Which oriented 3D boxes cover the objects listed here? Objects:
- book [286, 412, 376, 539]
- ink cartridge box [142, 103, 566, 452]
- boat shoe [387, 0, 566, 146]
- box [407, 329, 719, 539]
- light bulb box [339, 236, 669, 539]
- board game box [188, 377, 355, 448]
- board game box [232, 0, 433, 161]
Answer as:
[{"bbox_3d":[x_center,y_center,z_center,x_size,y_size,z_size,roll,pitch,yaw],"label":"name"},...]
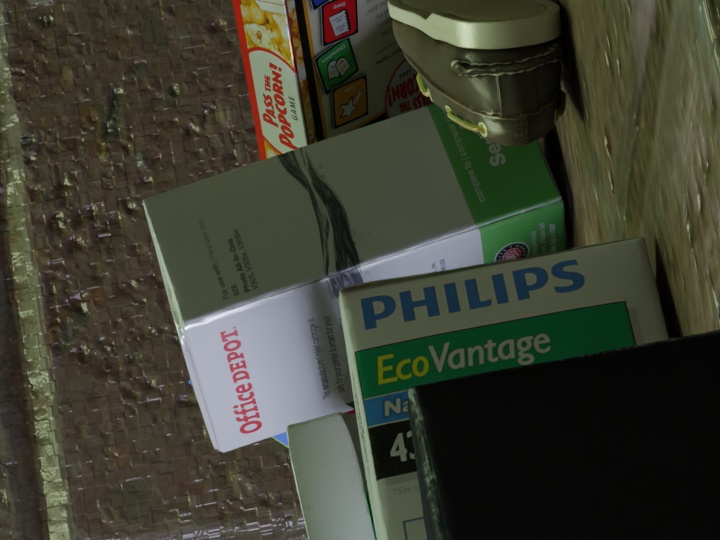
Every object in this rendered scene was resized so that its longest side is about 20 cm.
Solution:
[{"bbox_3d":[-0.001,0.134,1.279,0.200,0.048,0.134,34,-137,-86],"label":"book"},{"bbox_3d":[0.000,0.000,1.399,0.146,0.199,0.084,81,170,-60],"label":"ink cartridge box"},{"bbox_3d":[0.056,-0.101,1.304,0.200,0.071,0.060,-131,33,-76],"label":"boat shoe"},{"bbox_3d":[0.090,0.154,0.696,0.197,0.117,0.201,81,177,-47],"label":"box"},{"bbox_3d":[0.073,0.129,1.072,0.199,0.124,0.201,81,179,-55],"label":"light bulb box"},{"bbox_3d":[-0.001,0.033,1.668,0.045,0.134,0.200,-57,0,42],"label":"board game box"},{"bbox_3d":[0.004,-0.159,1.405,0.046,0.151,0.201,28,138,41],"label":"board game box"}]
